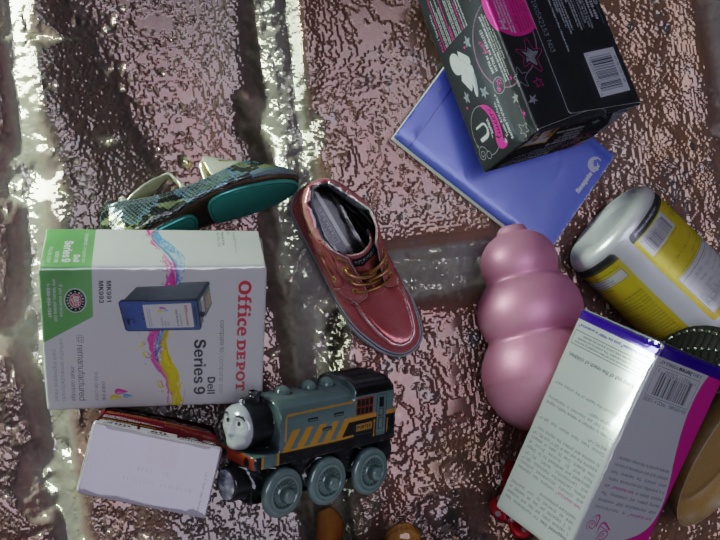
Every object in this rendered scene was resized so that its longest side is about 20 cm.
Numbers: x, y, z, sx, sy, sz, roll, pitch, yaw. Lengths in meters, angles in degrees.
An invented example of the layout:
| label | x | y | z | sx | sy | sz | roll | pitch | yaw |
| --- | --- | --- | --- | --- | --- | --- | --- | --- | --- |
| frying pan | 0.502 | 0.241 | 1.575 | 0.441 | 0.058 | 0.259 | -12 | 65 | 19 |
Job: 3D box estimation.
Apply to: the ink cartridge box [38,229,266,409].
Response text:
| label | x | y | z | sx | sy | sz | roll | pitch | yaw |
| --- | --- | --- | --- | --- | --- | --- | --- | --- | --- |
| ink cartridge box | -0.188 | 0.043 | 0.970 | 0.198 | 0.088 | 0.146 | 0 | 115 | -13 |

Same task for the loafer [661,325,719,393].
| label | x | y | z | sx | sy | sz | roll | pitch | yaw |
| --- | --- | --- | --- | --- | --- | --- | --- | --- | --- |
| loafer | 0.305 | 0.112 | 1.036 | 0.071 | 0.200 | 0.073 | 44 | 56 | -13 |

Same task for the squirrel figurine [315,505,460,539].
| label | x | y | z | sx | sy | sz | roll | pitch | yaw |
| --- | --- | --- | --- | --- | --- | --- | --- | --- | --- |
| squirrel figurine | 0.048 | 0.336 | 0.995 | 0.185 | 0.142 | 0.202 | -1 | 105 | 3 |

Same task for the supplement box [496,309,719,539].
| label | x | y | z | sx | sy | sz | roll | pitch | yaw |
| --- | --- | --- | --- | --- | --- | --- | --- | --- | --- |
| supplement box | 0.223 | 0.153 | 0.946 | 0.101 | 0.103 | 0.201 | 21 | 94 | -36 |

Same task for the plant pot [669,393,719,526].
| label | x | y | z | sx | sy | sz | roll | pitch | yaw |
| --- | --- | --- | --- | --- | --- | --- | --- | --- | --- |
| plant pot | 0.372 | 0.167 | 1.063 | 0.200 | 0.200 | 0.027 | -47 | 54 | -9 |

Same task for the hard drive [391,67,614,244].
| label | x | y | z | sx | sy | sz | roll | pitch | yaw |
| --- | --- | --- | --- | --- | --- | --- | --- | --- | --- |
| hard drive | 0.149 | -0.127 | 1.093 | 0.200 | 0.025 | 0.132 | 37 | 82 | -7 |

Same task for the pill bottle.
| label | x | y | z | sx | sy | sz | roll | pitch | yaw |
| --- | --- | --- | --- | --- | --- | --- | --- | --- | --- |
| pill bottle | 0.319 | 0.018 | 1.074 | 0.200 | 0.112 | 0.112 | 43 | 82 | -6 |

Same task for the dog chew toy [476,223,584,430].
| label | x | y | z | sx | sy | sz | roll | pitch | yaw |
| --- | --- | --- | --- | --- | --- | --- | --- | --- | --- |
| dog chew toy | 0.172 | 0.053 | 1.047 | 0.124 | 0.125 | 0.202 | -9 | 81 | -10 |

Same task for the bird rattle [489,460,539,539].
| label | x | y | z | sx | sy | sz | roll | pitch | yaw |
| --- | --- | --- | --- | --- | --- | --- | --- | --- | --- |
| bird rattle | 0.203 | 0.295 | 1.070 | 0.162 | 0.113 | 0.202 | 12 | 73 | -21 |

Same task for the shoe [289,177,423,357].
| label | x | y | z | sx | sy | sz | roll | pitch | yaw |
| --- | --- | --- | --- | --- | --- | --- | --- | --- | --- |
| shoe | 0.000 | 0.000 | 1.028 | 0.071 | 0.091 | 0.201 | -34 | 94 | -10 |

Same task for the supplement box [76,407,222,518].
| label | x | y | z | sx | sy | sz | roll | pitch | yaw |
| --- | --- | --- | --- | --- | --- | --- | --- | --- | --- |
| supplement box | -0.183 | 0.164 | 0.933 | 0.108 | 0.200 | 0.061 | 14 | 84 | -9 |

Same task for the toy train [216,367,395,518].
| label | x | y | z | sx | sy | sz | roll | pitch | yaw |
| --- | --- | --- | --- | --- | --- | --- | --- | --- | --- |
| toy train | -0.048 | 0.156 | 0.988 | 0.199 | 0.085 | 0.115 | -5 | 101 | -41 |

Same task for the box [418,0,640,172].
| label | x | y | z | sx | sy | sz | roll | pitch | yaw |
| --- | --- | --- | --- | --- | --- | --- | --- | --- | --- |
| box | 0.161 | -0.219 | 1.031 | 0.131 | 0.115 | 0.201 | -17 | 82 | -24 |

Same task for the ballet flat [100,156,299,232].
| label | x | y | z | sx | sy | sz | roll | pitch | yaw |
| --- | --- | --- | --- | --- | --- | --- | --- | --- | --- |
| ballet flat | -0.159 | -0.074 | 1.019 | 0.199 | 0.074 | 0.075 | -23 | 92 | -14 |
